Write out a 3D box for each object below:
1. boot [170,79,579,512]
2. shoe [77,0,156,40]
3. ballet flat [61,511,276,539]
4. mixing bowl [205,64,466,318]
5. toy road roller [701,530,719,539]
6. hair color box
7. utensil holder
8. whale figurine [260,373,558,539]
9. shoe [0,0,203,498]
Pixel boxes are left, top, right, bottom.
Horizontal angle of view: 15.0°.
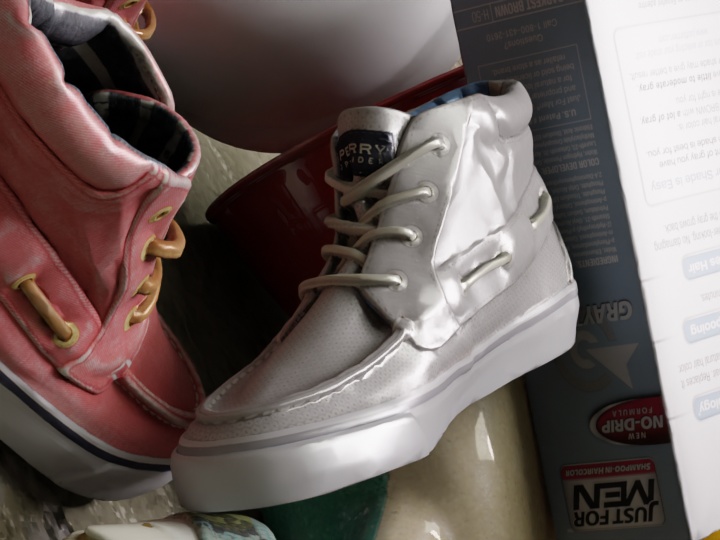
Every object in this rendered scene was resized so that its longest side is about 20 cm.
[{"bbox_3d":[0.000,0.000,0.815,0.200,0.073,0.096,-30,111,-59],"label":"boot"},{"bbox_3d":[-0.090,-0.077,0.862,0.200,0.091,0.072,40,36,-53],"label":"shoe"},{"bbox_3d":[-0.059,0.110,0.709,0.071,0.069,0.200,38,22,-18],"label":"ballet flat"},{"bbox_3d":[0.053,-0.013,1.052,0.109,0.199,0.200,66,14,4],"label":"mixing bowl"},{"bbox_3d":[0.155,0.180,0.973,0.200,0.123,0.146,44,27,7],"label":"toy road roller"},{"bbox_3d":[0.098,-0.014,0.932,0.099,0.060,0.201,-13,92,-47],"label":"hair color box"},{"bbox_3d":[-0.059,-0.155,0.985,0.200,0.169,0.171,35,29,-59],"label":"utensil holder"},{"bbox_3d":[0.017,0.114,0.941,0.159,0.103,0.201,25,63,-66],"label":"whale figurine"},{"bbox_3d":[-0.076,-0.004,0.763,0.200,0.091,0.072,44,22,-51],"label":"shoe"}]
